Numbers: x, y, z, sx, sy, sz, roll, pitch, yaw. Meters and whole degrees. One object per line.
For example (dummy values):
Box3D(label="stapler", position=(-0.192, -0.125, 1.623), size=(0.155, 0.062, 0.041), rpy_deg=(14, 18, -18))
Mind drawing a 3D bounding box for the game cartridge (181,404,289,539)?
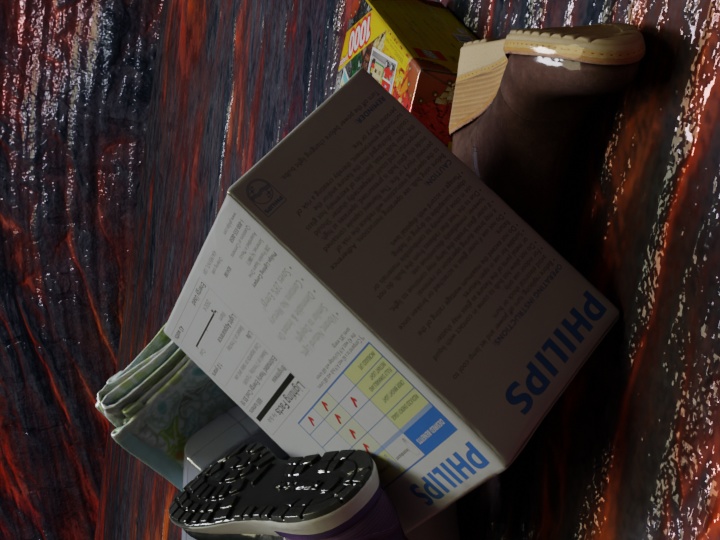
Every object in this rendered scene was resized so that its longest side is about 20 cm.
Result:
Box3D(label="game cartridge", position=(-0.046, 0.138, 0.931), size=(0.041, 0.198, 0.135), rpy_deg=(38, 133, 35))

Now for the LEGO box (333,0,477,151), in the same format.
Box3D(label="LEGO box", position=(0.036, -0.106, 0.943), size=(0.201, 0.076, 0.151), rpy_deg=(-116, 36, -60))

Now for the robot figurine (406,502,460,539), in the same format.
Box3D(label="robot figurine", position=(0.013, 0.183, 0.866), size=(0.170, 0.111, 0.203), rpy_deg=(60, -159, -57))

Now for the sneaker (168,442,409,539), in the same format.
Box3D(label="sneaker", position=(-0.045, 0.163, 0.762), size=(0.199, 0.076, 0.088), rpy_deg=(-6, 119, 55))

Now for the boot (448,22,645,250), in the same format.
Box3D(label="boot", position=(0.110, -0.055, 0.740), size=(0.200, 0.071, 0.169), rpy_deg=(-164, 68, -72))

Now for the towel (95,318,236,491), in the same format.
Box3D(label="towel", position=(-0.081, 0.087, 0.921), size=(0.171, 0.200, 0.048), rpy_deg=(-46, 50, -6))

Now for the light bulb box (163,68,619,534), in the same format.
Box3D(label="light bulb box", position=(0.009, 0.031, 0.741), size=(0.125, 0.200, 0.198), rpy_deg=(-45, -3, -30))
